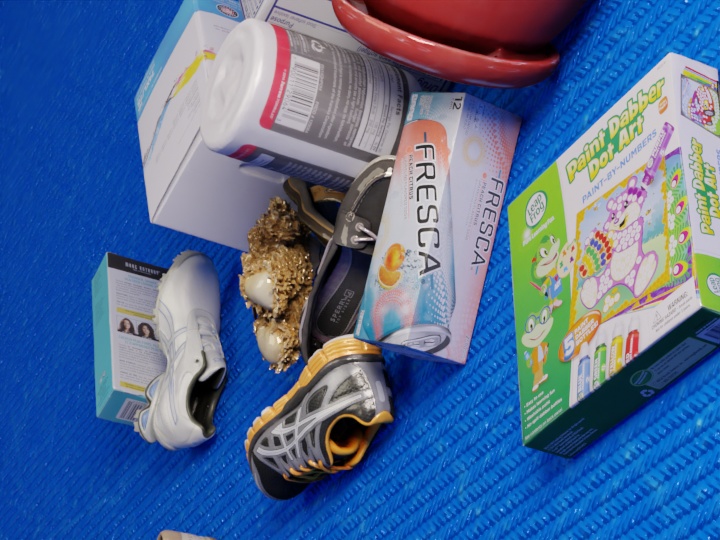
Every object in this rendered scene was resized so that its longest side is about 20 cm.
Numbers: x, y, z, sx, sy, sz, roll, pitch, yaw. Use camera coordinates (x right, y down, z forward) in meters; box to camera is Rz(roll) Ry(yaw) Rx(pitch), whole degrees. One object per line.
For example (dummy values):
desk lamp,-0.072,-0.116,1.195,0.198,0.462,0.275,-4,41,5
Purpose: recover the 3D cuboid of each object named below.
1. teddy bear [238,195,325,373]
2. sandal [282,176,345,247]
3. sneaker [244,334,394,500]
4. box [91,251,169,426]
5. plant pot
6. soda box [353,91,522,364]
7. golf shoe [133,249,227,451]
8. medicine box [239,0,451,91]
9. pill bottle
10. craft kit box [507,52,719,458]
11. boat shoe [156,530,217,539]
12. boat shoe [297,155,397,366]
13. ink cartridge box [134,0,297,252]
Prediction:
teddy bear,-0.064,0.010,1.719,0.200,0.067,0.145,-60,-42,-83
sandal,-0.013,-0.044,1.696,0.055,0.082,0.200,-42,25,6
sneaker,-0.033,0.136,1.609,0.200,0.078,0.077,-58,46,44
box,-0.235,0.074,2.068,0.049,0.082,0.200,-56,29,36
plant pot,0.085,-0.239,1.443,0.200,0.200,0.183,-127,49,-61
soda box,0.059,-0.034,1.502,0.064,0.068,0.200,5,80,49
golf shoe,-0.156,0.078,1.934,0.097,0.078,0.200,-3,77,47
medicine box,0.022,-0.265,1.605,0.200,0.182,0.103,-59,27,28
pill bottle,-0.018,-0.120,1.576,0.111,0.200,0.111,-44,38,47
craft kit box,0.170,-0.007,1.294,0.200,0.048,0.198,-46,33,46
boat shoe,-0.189,0.336,1.823,0.071,0.064,0.200,18,91,66
boat shoe,0.000,0.000,1.571,0.057,0.067,0.200,-83,14,-52
ink cartridge box,-0.114,-0.138,1.863,0.146,0.147,0.200,-57,28,31
